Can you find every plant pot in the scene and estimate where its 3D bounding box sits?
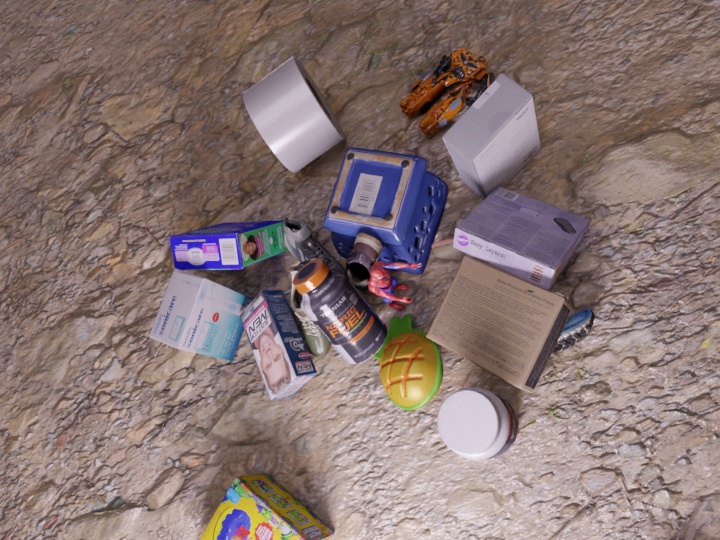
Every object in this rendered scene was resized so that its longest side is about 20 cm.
[{"bbox_3d":[0.044,-0.125,1.154,0.197,0.180,0.203,13,78,23],"label":"plant pot"}]

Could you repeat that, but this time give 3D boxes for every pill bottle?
[{"bbox_3d":[0.197,0.255,0.974,0.112,0.200,0.116,-6,73,19],"label":"pill bottle"},{"bbox_3d":[-0.043,0.073,1.104,0.105,0.201,0.107,-31,25,16],"label":"pill bottle"}]

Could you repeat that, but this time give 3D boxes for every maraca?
[{"bbox_3d":[0.086,0.169,1.100,0.137,0.106,0.201,-47,40,15],"label":"maraca"}]

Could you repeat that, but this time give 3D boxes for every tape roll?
[{"bbox_3d":[-0.143,-0.337,1.279,0.138,0.202,0.205,-32,66,11],"label":"tape roll"}]

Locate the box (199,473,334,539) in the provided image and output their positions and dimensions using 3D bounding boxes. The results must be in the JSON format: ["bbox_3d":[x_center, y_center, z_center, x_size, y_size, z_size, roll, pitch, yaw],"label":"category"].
[{"bbox_3d":[-0.189,0.527,1.095,0.191,0.122,0.202,29,87,25],"label":"box"}]

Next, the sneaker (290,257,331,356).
[{"bbox_3d":[-0.107,0.080,1.171,0.066,0.090,0.204,0,97,26],"label":"sneaker"}]

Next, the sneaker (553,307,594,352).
[{"bbox_3d":[0.315,0.102,1.041,0.197,0.078,0.091,-21,65,15],"label":"sneaker"}]

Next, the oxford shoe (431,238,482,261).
[{"bbox_3d":[0.227,-0.018,1.115,0.197,0.071,0.075,7,83,25],"label":"oxford shoe"}]

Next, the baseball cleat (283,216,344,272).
[{"bbox_3d":[-0.101,-0.035,1.227,0.070,0.107,0.199,-41,64,-19],"label":"baseball cleat"}]

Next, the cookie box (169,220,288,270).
[{"bbox_3d":[-0.274,-0.056,1.247,0.168,0.200,0.077,-1,102,22],"label":"cookie box"}]

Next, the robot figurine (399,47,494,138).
[{"bbox_3d":[0.186,-0.385,1.240,0.200,0.058,0.145,-42,66,6],"label":"robot figurine"}]

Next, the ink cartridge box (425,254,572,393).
[{"bbox_3d":[0.237,0.089,1.010,0.199,0.075,0.167,27,89,37],"label":"ink cartridge box"}]

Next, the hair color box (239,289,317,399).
[{"bbox_3d":[-0.173,0.151,1.211,0.100,0.060,0.202,-44,62,34],"label":"hair color box"}]

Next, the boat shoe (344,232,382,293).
[{"bbox_3d":[0.000,0.000,1.126,0.071,0.201,0.065,28,66,7],"label":"boat shoe"}]

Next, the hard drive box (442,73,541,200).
[{"bbox_3d":[0.252,-0.238,1.094,0.156,0.200,0.077,-46,65,3],"label":"hard drive box"}]

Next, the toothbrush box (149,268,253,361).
[{"bbox_3d":[-0.327,0.097,1.228,0.084,0.200,0.149,15,80,24],"label":"toothbrush box"}]

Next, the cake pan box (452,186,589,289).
[{"bbox_3d":[0.288,-0.068,1.057,0.198,0.053,0.184,25,42,24],"label":"cake pan box"}]

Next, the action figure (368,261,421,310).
[{"bbox_3d":[0.075,0.030,1.087,0.097,0.200,0.066,6,77,21],"label":"action figure"}]
